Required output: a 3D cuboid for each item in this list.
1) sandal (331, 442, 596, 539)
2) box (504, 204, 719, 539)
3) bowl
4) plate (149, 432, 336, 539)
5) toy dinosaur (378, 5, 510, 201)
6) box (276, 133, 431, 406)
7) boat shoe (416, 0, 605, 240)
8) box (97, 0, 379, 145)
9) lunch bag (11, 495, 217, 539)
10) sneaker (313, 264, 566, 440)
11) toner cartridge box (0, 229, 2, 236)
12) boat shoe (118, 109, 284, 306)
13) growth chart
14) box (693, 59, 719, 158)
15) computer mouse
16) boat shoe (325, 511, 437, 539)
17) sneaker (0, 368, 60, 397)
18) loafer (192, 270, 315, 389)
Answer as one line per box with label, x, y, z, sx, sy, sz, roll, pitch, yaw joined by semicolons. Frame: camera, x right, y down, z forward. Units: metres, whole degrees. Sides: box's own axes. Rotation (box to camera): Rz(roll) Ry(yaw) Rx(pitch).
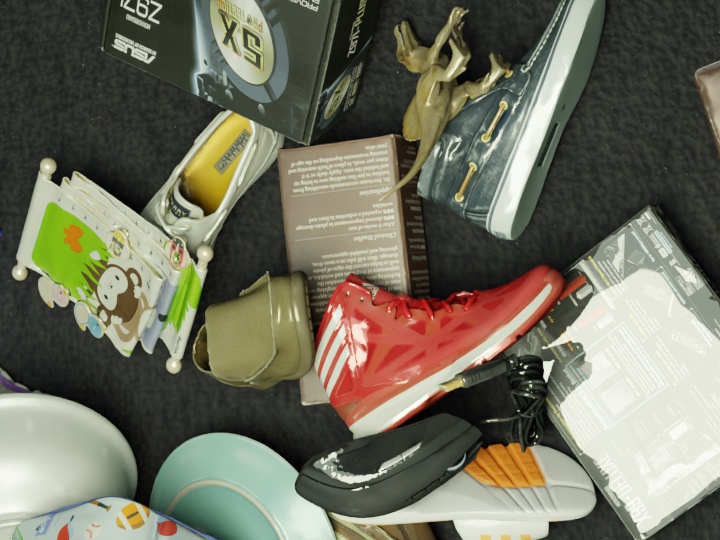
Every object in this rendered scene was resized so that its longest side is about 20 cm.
sandal;0.076;0.180;1.384;0.204;0.079;0.060;-2;126;0
box;0.216;0.077;1.355;0.157;0.050;0.201;-39;80;15
bowl;-0.272;0.201;1.433;0.200;0.201;0.091;-34;39;15
plate;-0.100;0.229;1.437;0.199;0.025;0.202;11;109;33
toy dinosaur;0.060;-0.130;1.353;0.058;0.201;0.101;28;127;-22
box;0.000;0.000;1.412;0.099;0.075;0.202;-6;88;17
boat shoe;0.112;-0.131;1.374;0.090;0.071;0.202;24;97;18
box;-0.091;-0.218;1.398;0.199;0.086;0.165;26;125;15
lunch bag;-0.168;0.252;1.372;0.159;0.200;0.076;-22;42;34
sneaker;0.045;0.032;1.325;0.199;0.078;0.116;-37;84;9
toner cartridge box;-0.395;0.029;1.527;0.043;0.095;0.200;43;102;14
boat shoe;-0.138;-0.051;1.455;0.071;0.070;0.200;43;103;13
growth chart;-0.205;-0.001;1.469;0.199;0.018;0.146;30;124;25
box;0.346;-0.065;1.250;0.163;0.166;0.202;-19;86;18
computer mouse;0.051;0.126;1.297;0.198;0.141;0.046;-15;59;-9
boat shoe;0.030;0.213;1.406;0.201;0.075;0.075;29;93;16
sneaker;-0.323;0.119;1.509;0.198;0.088;0.081;20;98;18
loafer;-0.082;0.053;1.376;0.067;0.200;0.077;-2;72;-17
